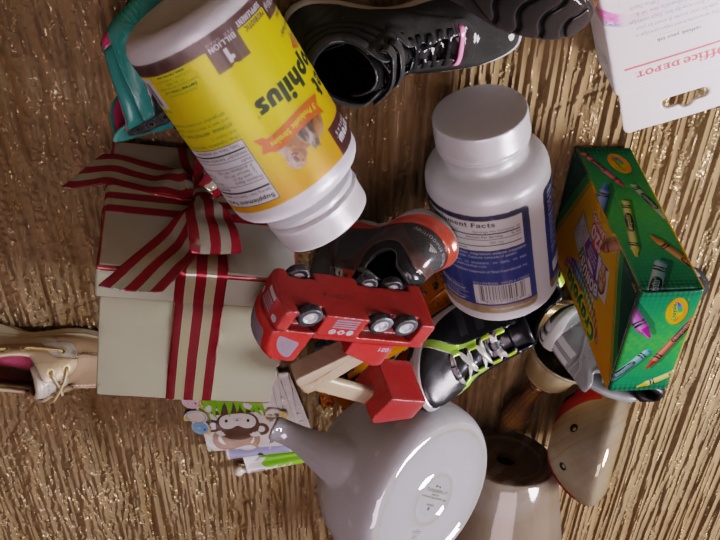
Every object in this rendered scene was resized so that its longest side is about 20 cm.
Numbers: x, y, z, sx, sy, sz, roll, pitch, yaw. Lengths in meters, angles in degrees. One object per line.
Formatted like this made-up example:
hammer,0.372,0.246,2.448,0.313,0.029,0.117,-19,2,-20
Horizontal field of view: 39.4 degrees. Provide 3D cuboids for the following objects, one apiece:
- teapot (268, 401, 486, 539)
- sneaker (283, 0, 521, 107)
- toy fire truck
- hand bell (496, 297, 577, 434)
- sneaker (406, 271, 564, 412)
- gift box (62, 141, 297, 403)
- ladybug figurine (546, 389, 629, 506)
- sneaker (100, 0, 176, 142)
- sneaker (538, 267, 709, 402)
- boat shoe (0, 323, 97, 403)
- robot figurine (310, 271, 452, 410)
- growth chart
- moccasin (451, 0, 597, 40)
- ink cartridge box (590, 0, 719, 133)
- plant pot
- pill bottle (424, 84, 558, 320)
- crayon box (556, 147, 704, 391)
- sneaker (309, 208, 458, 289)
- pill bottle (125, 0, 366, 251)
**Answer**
teapot,0.026,0.201,1.032,0.197,0.146,0.201,-33,130,-31
sneaker,0.039,-0.171,0.804,0.199,0.099,0.071,-1,130,-7
toy fire truck,-0.013,0.067,0.844,0.199,0.049,0.141,7,134,-33
hand bell,0.195,0.130,1.111,0.103,0.105,0.200,7,142,-12
sneaker,0.124,0.057,0.965,0.083,0.200,0.072,7,135,51
gift box,-0.158,0.000,0.876,0.199,0.185,0.187,2,133,-16
ladybug figurine,0.251,0.186,1.113,0.072,0.200,0.137,15,91,17
sneaker,-0.142,-0.130,0.815,0.120,0.084,0.200,-33,121,2
sneaker,0.286,0.075,1.007,0.199,0.116,0.075,-18,148,-17
boat shoe,-0.324,0.102,1.022,0.199,0.069,0.074,6,130,-12
robot figurine,0.035,0.085,1.057,0.200,0.058,0.145,-33,127,20
growth chart,-0.125,0.166,1.138,0.144,0.018,0.201,-16,130,8
moccasin,0.088,-0.238,0.762,0.200,0.078,0.074,19,141,-6
ink cartridge box,0.243,-0.220,0.804,0.116,0.068,0.201,-16,130,7
plant pot,0.158,0.290,1.184,0.199,0.200,0.174,4,114,-10
pill bottle,0.117,-0.060,0.902,0.110,0.111,0.201,-11,132,4
crayon box,0.233,-0.006,0.904,0.058,0.201,0.119,-2,131,-7
sneaker,0.000,0.000,0.918,0.077,0.082,0.200,52,145,-10
pill bottle,-0.076,-0.113,0.744,0.109,0.109,0.200,-24,121,15
